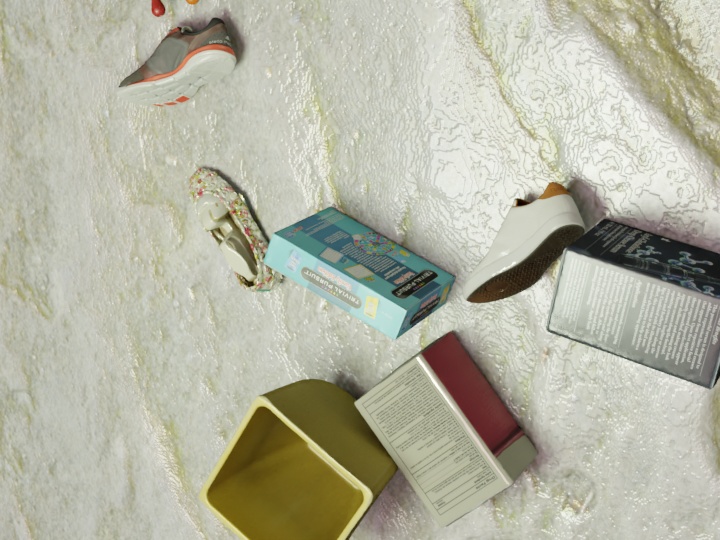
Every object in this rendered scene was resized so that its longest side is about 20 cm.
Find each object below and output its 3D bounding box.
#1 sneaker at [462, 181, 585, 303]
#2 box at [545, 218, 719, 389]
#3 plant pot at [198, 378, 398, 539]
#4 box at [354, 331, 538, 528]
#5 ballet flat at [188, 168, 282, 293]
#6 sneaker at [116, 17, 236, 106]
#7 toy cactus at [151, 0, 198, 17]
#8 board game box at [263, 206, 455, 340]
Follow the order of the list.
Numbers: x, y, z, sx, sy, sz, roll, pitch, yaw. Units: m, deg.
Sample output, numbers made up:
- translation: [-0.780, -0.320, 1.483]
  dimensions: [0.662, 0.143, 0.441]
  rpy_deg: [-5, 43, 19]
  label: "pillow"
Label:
- translation: [0.195, -0.034, 1.596]
  dimensions: [0.200, 0.072, 0.085]
  rpy_deg: [-41, 50, 38]
  label: "sneaker"
- translation: [0.334, 0.033, 1.480]
  dimensions: [0.199, 0.148, 0.108]
  rpy_deg: [19, 113, 22]
  label: "box"
- translation: [-0.056, 0.260, 1.725]
  dimensions: [0.195, 0.200, 0.195]
  rpy_deg: [39, 118, 12]
  label: "plant pot"
- translation: [0.111, 0.203, 1.671]
  dimensions: [0.128, 0.109, 0.201]
  rpy_deg: [-38, 85, 30]
  label: "box"
- translation: [-0.178, -0.054, 1.778]
  dimensions: [0.076, 0.064, 0.201]
  rpy_deg: [-41, 83, 31]
  label: "ballet flat"
- translation: [-0.248, -0.283, 1.760]
  dimensions: [0.199, 0.077, 0.083]
  rpy_deg: [-16, 70, 30]
  label: "sneaker"
- translation: [-0.228, -0.437, 1.688]
  dimensions: [0.199, 0.102, 0.166]
  rpy_deg: [-31, 79, 40]
  label: "toy cactus"
- translation: [0.000, 0.000, 1.648]
  dimensions: [0.199, 0.151, 0.047]
  rpy_deg: [30, 117, 18]
  label: "board game box"
